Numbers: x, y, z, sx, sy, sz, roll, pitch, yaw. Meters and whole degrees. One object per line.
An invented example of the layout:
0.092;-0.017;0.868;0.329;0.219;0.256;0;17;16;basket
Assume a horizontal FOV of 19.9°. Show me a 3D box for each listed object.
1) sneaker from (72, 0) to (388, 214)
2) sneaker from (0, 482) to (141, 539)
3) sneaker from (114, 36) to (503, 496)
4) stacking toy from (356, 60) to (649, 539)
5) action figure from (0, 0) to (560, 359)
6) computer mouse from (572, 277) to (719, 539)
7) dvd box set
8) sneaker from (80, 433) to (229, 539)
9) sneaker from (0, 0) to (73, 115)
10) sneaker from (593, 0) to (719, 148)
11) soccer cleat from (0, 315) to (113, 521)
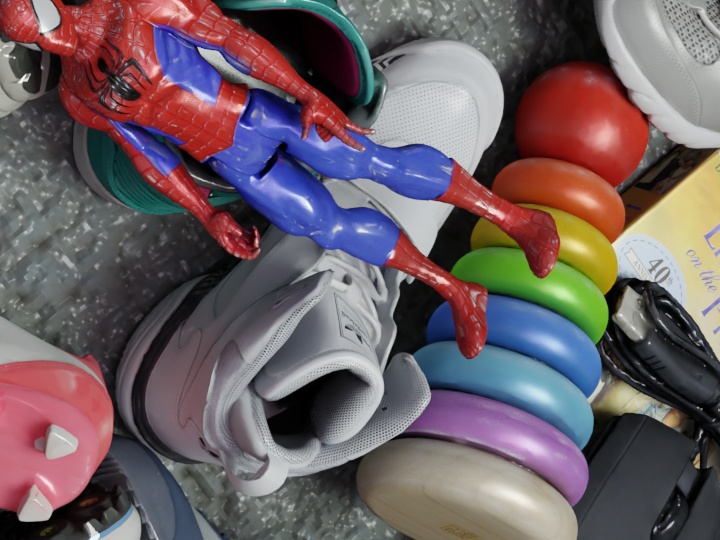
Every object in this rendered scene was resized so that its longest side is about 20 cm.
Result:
-0.027;-0.105;0.718;0.083;0.121;0.200;27;89;-27;sneaker
-0.152;0.151;0.732;0.200;0.072;0.073;-40;102;2;sneaker
0.000;0.000;0.756;0.200;0.115;0.075;-49;116;-8;sneaker
0.068;0.009;0.793;0.085;0.085;0.200;33;65;-27;stacking toy
-0.029;-0.039;0.661;0.200;0.052;0.065;30;123;-19;action figure
0.097;0.114;0.828;0.200;0.053;0.139;-48;117;-7;computer mouse
0.113;0.058;0.869;0.200;0.029;0.146;-39;114;-12;dvd box set
-0.052;0.139;0.801;0.082;0.070;0.200;-36;115;-38;sneaker
-0.162;-0.143;0.668;0.085;0.077;0.201;-13;95;17;sneaker
0.175;-0.086;0.825;0.200;0.082;0.075;22;51;-34;sneaker
-0.182;0.027;0.714;0.199;0.077;0.067;21;113;-10;soccer cleat
